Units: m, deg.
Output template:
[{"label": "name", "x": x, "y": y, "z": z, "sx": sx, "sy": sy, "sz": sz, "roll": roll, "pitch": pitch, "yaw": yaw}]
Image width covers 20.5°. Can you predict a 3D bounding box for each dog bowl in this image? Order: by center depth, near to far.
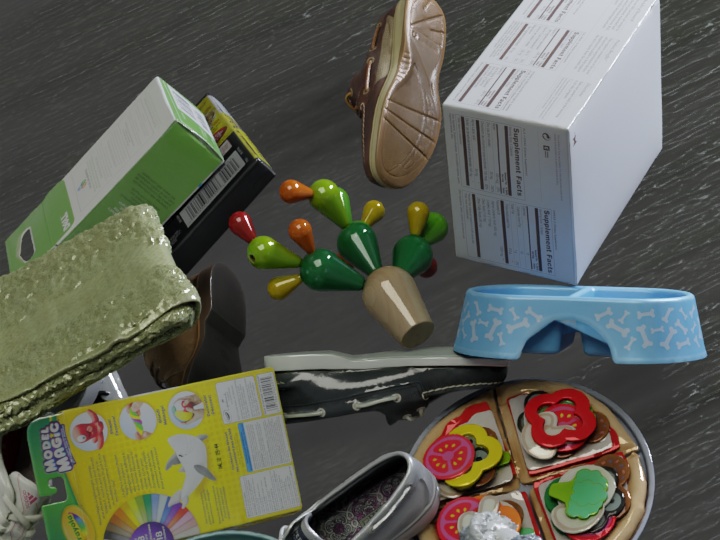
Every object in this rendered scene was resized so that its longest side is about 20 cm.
[{"label": "dog bowl", "x": 0.171, "y": 0.040, "z": 1.552, "sx": 0.199, "sy": 0.111, "sz": 0.050, "roll": 2, "pitch": 95, "yaw": 17}]

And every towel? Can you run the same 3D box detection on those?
[{"label": "towel", "x": -0.226, "y": 0.038, "z": 1.537, "sx": 0.199, "sy": 0.037, "sz": 0.149, "roll": -31, "pitch": 44, "yaw": 0}]

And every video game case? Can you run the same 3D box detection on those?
[{"label": "video game case", "x": -0.167, "y": -0.044, "z": 1.683, "sx": 0.200, "sy": 0.025, "sz": 0.181, "roll": -48, "pitch": 28, "yaw": 5}]

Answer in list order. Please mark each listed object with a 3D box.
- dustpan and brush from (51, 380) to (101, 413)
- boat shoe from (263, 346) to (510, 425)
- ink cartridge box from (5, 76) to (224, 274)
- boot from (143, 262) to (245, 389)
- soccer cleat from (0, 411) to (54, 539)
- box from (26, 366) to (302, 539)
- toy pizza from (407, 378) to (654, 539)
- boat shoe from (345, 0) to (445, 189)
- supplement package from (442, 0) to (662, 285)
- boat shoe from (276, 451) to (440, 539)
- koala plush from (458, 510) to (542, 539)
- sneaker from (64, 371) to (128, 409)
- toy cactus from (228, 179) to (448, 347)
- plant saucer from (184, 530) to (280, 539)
[{"label": "dustpan and brush", "x": -0.231, "y": 0.070, "z": 1.580, "sx": 0.199, "sy": 0.057, "sz": 0.141, "roll": -15, "pitch": 73, "yaw": 17}, {"label": "boat shoe", "x": 0.022, "y": 0.093, "z": 1.589, "sx": 0.198, "sy": 0.076, "sz": 0.061, "roll": -2, "pitch": 92, "yaw": 10}, {"label": "ink cartridge box", "x": -0.209, "y": -0.059, "z": 1.670, "sx": 0.200, "sy": 0.059, "sz": 0.104, "roll": -45, "pitch": 28, "yaw": 9}, {"label": "boot", "x": -0.141, "y": 0.088, "z": 1.642, "sx": 0.075, "sy": 0.074, "sz": 0.201, "roll": -21, "pitch": 43, "yaw": 23}, {"label": "soccer cleat", "x": -0.280, "y": 0.193, "z": 1.530, "sx": 0.086, "sy": 0.070, "sz": 0.202, "roll": 7, "pitch": 87, "yaw": 43}, {"label": "box", "x": -0.153, "y": 0.151, "z": 1.520, "sx": 0.199, "sy": 0.048, "sz": 0.118, "roll": -10, "pitch": 86, "yaw": -24}, {"label": "toy pizza", "x": 0.125, "y": 0.161, "z": 1.523, "sx": 0.199, "sy": 0.032, "sz": 0.201, "roll": -7, "pitch": 51, "yaw": 9}, {"label": "boat shoe", "x": 0.026, "y": -0.157, "z": 1.789, "sx": 0.072, "sy": 0.072, "sz": 0.201, "roll": -18, "pitch": 54, "yaw": 42}, {"label": "supplement package", "x": 0.162, "y": -0.116, "z": 1.627, "sx": 0.110, "sy": 0.157, "sz": 0.200, "roll": 14, "pitch": 43, "yaw": 25}, {"label": "boat shoe", "x": -0.030, "y": 0.208, "z": 1.495, "sx": 0.199, "sy": 0.069, "sz": 0.072, "roll": -32, "pitch": 51, "yaw": 2}, {"label": "koala plush", "x": 0.076, "y": 0.264, "z": 1.395, "sx": 0.177, "sy": 0.184, "sz": 0.200, "roll": -43, "pitch": 33, "yaw": -2}, {"label": "sneaker", "x": -0.226, "y": 0.106, "z": 1.633, "sx": 0.073, "sy": 0.080, "sz": 0.200, "roll": -27, "pitch": 52, "yaw": -9}, {"label": "toy cactus", "x": 0.000, "y": 0.000, "z": 1.620, "sx": 0.199, "sy": 0.103, "sz": 0.165, "roll": 2, "pitch": 42, "yaw": -42}, {"label": "plant saucer", "x": -0.100, "y": 0.288, "z": 1.433, "sx": 0.198, "sy": 0.036, "sz": 0.201, "roll": -7, "pitch": 60, "yaw": 12}]
